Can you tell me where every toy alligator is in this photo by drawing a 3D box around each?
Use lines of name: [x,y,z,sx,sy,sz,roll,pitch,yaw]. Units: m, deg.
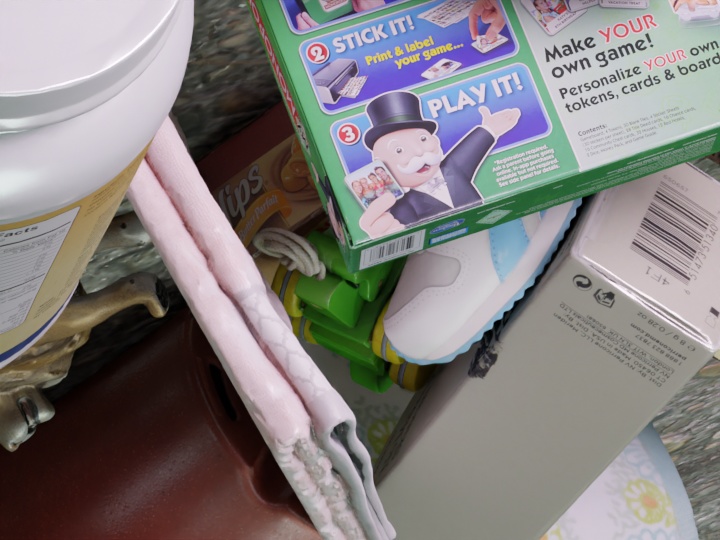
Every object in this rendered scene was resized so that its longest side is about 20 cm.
toy alligator: [0.000,0.000,1.162,0.054,0.059,0.200,-62,162,-11]

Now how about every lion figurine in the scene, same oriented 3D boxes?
lion figurine: [-0.151,-0.001,1.161,0.122,0.073,0.200,-17,149,12]

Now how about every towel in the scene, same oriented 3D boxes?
towel: [-0.048,0.008,1.071,0.032,0.191,0.200,-30,161,-4]
towel: [0.048,0.065,1.346,0.171,0.200,0.048,-6,146,-35]

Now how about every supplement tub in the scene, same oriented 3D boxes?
supplement tub: [-0.130,-0.060,0.858,0.144,0.145,0.200,-13,160,-24]

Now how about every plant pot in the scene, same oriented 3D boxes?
plant pot: [-0.087,0.121,1.393,0.195,0.201,0.201,-40,155,27]

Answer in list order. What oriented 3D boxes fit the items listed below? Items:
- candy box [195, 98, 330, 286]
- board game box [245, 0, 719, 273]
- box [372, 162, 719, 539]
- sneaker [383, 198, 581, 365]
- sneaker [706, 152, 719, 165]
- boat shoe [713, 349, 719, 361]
candy box: [0.024,-0.036,1.252,0.115,0.055,0.200,-34,159,30]
board game box: [0.067,-0.093,1.002,0.199,0.135,0.029,-18,162,-8]
box: [0.076,0.040,1.152,0.200,0.068,0.082,-53,-175,46]
sneaker: [0.051,-0.057,1.088,0.200,0.081,0.077,-62,-173,21]
sneaker: [0.133,-0.081,1.135,0.200,0.071,0.075,10,-157,31]
boat shoe: [0.135,-0.009,1.240,0.200,0.074,0.066,18,114,-36]
